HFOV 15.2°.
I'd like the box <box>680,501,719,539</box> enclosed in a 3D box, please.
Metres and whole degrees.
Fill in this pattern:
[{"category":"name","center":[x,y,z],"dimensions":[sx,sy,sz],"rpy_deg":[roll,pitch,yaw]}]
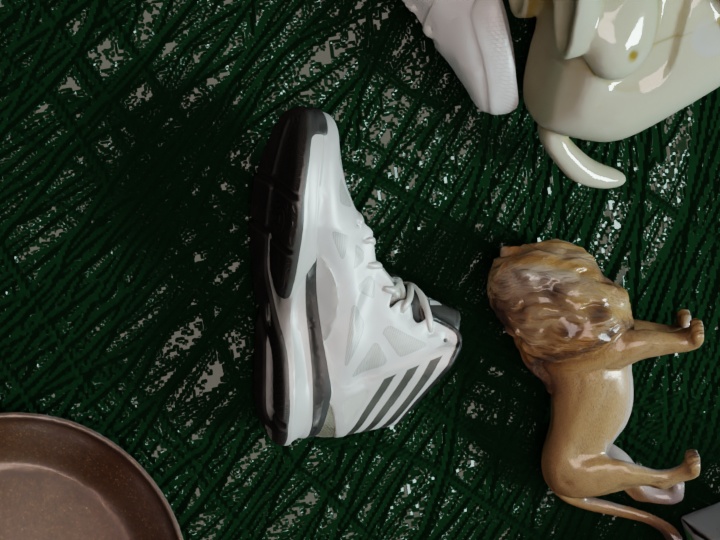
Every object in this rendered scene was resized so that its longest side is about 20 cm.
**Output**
[{"category":"box","center":[0.315,0.221,1.651],"dimensions":[0.176,0.097,0.200],"rpy_deg":[-21,103,-7]}]

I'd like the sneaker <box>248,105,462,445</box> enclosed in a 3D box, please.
[{"category":"sneaker","center":[0.000,0.000,1.572],"dimensions":[0.115,0.076,0.201],"rpy_deg":[-4,108,-20]}]

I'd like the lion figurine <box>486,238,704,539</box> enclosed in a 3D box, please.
[{"category":"lion figurine","center":[0.138,0.078,1.606],"dimensions":[0.122,0.072,0.200],"rpy_deg":[-3,104,-4]}]

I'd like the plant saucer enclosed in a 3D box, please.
[{"category":"plant saucer","center":[-0.198,0.182,1.544],"dimensions":[0.200,0.037,0.201],"rpy_deg":[1,79,-7]}]

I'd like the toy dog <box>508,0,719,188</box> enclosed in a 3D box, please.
[{"category":"toy dog","center":[0.198,-0.143,1.551],"dimensions":[0.200,0.140,0.194],"rpy_deg":[-5,102,-13]}]

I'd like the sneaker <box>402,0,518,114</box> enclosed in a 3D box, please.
[{"category":"sneaker","center":[0.030,-0.177,1.551],"dimensions":[0.088,0.075,0.200],"rpy_deg":[-20,97,4]}]
